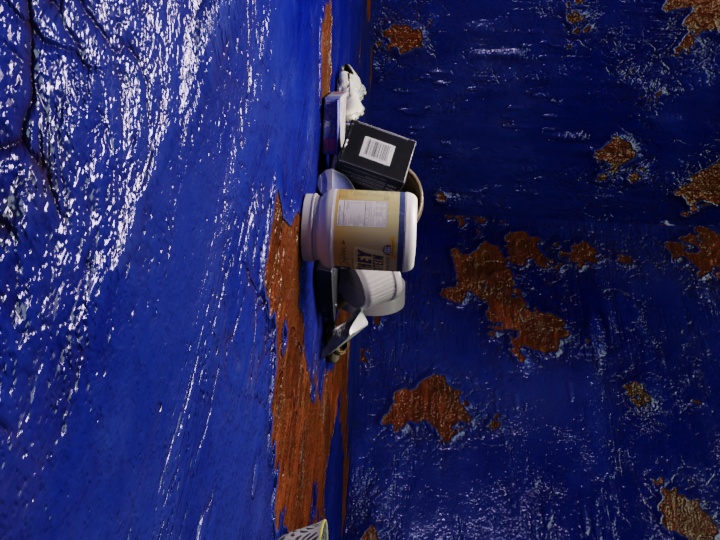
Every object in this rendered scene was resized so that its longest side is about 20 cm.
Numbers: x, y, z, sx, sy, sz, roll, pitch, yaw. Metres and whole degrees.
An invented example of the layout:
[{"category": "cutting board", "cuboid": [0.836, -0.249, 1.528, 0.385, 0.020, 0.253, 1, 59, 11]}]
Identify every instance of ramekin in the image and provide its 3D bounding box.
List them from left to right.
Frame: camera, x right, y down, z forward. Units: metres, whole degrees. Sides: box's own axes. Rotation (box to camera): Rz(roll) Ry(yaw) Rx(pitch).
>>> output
[{"category": "ramekin", "cuboid": [0.000, 0.000, 1.653, 0.202, 0.094, 0.203, 45, -28, 32]}]

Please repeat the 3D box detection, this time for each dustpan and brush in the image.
[{"category": "dustpan and brush", "cuboid": [-0.016, 0.123, 1.703, 0.200, 0.057, 0.140, -33, 172, -44]}]

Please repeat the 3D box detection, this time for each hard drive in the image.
[{"category": "hard drive", "cuboid": [-0.070, 0.009, 1.538, 0.200, 0.042, 0.135, 90, 4, -56]}]

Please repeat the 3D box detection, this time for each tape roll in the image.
[{"category": "tape roll", "cuboid": [0.030, 0.062, 2.025, 0.200, 0.200, 0.066, -80, 172, -68]}]

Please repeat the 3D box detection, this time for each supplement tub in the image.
[{"category": "supplement tub", "cuboid": [-0.001, -0.072, 1.259, 0.144, 0.200, 0.145, 3, 90, -87]}]

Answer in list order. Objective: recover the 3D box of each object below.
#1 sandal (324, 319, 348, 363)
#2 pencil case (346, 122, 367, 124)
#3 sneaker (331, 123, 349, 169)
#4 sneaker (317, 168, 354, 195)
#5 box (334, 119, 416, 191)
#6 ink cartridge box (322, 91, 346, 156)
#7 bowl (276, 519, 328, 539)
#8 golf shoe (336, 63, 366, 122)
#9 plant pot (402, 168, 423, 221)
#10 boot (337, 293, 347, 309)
[{"category": "sandal", "cuboid": [-0.059, 0.181, 1.810, 0.200, 0.054, 0.082, 88, 6, -57]}, {"category": "pencil case", "cuboid": [-0.020, -0.287, 1.845, 0.091, 0.083, 0.200, 34, 59, -70]}, {"category": "sneaker", "cuboid": [-0.038, -0.245, 1.688, 0.108, 0.067, 0.202, -41, 133, -86]}, {"category": "sneaker", "cuboid": [-0.050, -0.126, 1.502, 0.199, 0.115, 0.081, 40, 45, -49]}, {"category": "box", "cuboid": [0.019, -0.214, 1.515, 0.200, 0.148, 0.105, 123, -15, -70]}, {"category": "ink cartridge box", "cuboid": [-0.056, -0.319, 1.518, 0.200, 0.042, 0.120, -87, 180, -72]}, {"category": "bowl", "cuboid": [-0.097, 0.421, 0.896, 0.201, 0.094, 0.201, 2, 90, -87]}, {"category": "golf shoe", "cuboid": [-0.037, -0.429, 1.706, 0.200, 0.078, 0.097, -88, 159, -51]}, {"category": "plant pot", "cuboid": [0.067, -0.158, 1.771, 0.174, 0.200, 0.200, 42, 50, -75]}, {"category": "boot", "cuboid": [-0.055, 0.014, 1.852, 0.075, 0.074, 0.200, -50, -151, 40]}]
